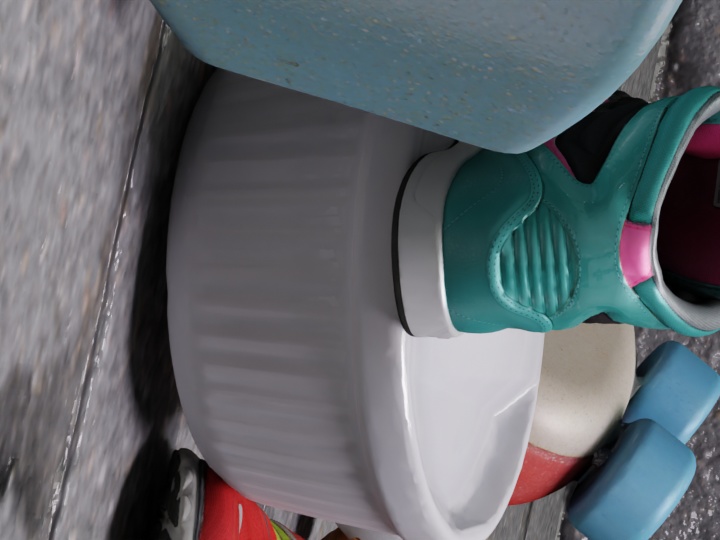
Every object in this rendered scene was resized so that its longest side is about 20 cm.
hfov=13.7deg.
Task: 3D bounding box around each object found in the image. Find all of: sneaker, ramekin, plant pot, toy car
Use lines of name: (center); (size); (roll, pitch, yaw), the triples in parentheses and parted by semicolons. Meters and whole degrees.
sneaker: (-0.036, 0.119, 1.150); (0.200, 0.085, 0.077); (62, 40, -75)
sneaker: (0.093, -0.034, 1.021); (0.200, 0.120, 0.084); (-55, 142, -61)
ramekin: (0.000, 0.000, 1.087); (0.202, 0.094, 0.203); (1, 90, -73)
plant pot: (0.027, -0.155, 0.898); (0.196, 0.196, 0.200); (-69, 174, -45)
toy car: (0.036, 0.084, 1.425); (0.200, 0.184, 0.177); (-51, -177, 25)
